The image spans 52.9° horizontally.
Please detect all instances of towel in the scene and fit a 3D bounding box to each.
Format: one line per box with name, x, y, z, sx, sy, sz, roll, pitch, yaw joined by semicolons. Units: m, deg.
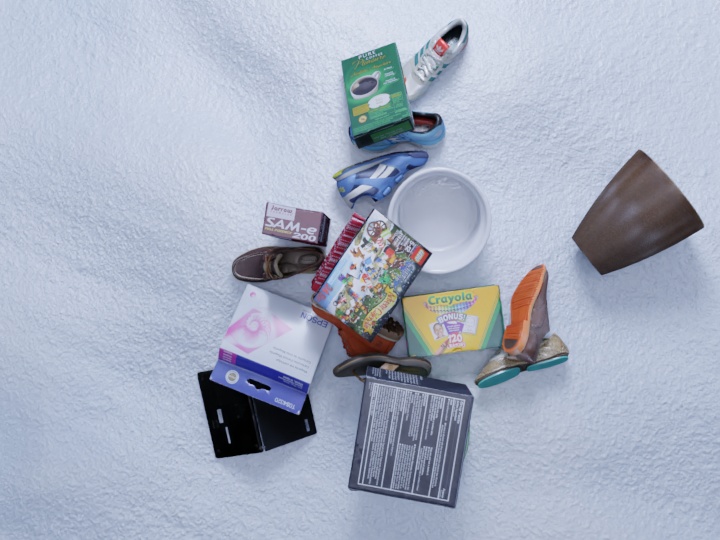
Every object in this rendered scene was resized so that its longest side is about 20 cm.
towel;0.000;0.000;1.405;0.143;0.023;0.201;31;125;-4

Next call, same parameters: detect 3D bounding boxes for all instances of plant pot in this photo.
plant pot;0.510;-0.090;1.380;0.199;0.187;0.188;-41;88;16

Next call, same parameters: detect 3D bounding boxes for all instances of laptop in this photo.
laptop;-0.213;0.271;1.475;0.196;0.103;0.182;-15;88;28

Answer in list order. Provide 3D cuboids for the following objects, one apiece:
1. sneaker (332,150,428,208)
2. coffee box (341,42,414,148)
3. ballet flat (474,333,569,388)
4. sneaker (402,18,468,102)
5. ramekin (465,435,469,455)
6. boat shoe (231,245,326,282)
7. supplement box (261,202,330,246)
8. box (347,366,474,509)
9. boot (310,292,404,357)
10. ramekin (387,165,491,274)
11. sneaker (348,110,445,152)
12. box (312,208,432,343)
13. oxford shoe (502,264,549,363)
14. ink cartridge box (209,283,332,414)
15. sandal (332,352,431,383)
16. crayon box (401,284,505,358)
sneaker;0.045;-0.186;1.440;0.195;0.074;0.084;-18;98;2
coffee box;0.033;-0.341;1.400;0.120;0.044;0.204;-17;58;11
ballet flat;0.313;0.175;1.437;0.195;0.071;0.067;-17;62;-1
sneaker;0.139;-0.419;1.424;0.070;0.093;0.200;45;91;2
ramekin;0.122;0.316;1.416;0.194;0.098;0.206;0;90;2
boat shoe;-0.166;-0.015;1.444;0.194;0.072;0.074;-4;89;2
supplement box;-0.117;-0.085;1.378;0.106;0.200;0.063;10;90;3
box;0.089;0.297;1.306;0.193;0.123;0.206;10;92;3
boot;-0.023;0.118;1.416;0.197;0.076;0.108;27;115;-14
ramekin;0.150;-0.105;1.396;0.195;0.098;0.206;1;108;4
sneaker;0.072;-0.288;1.423;0.194;0.090;0.081;-5;77;0
box;0.022;0.009;1.331;0.135;0.038;0.202;35;93;-5
oxford shoe;0.336;0.085;1.415;0.072;0.071;0.203;31;67;-20
ink cartridge box;-0.172;0.151;1.421;0.192;0.044;0.204;20;64;1
sandal;0.045;0.202;1.402;0.195;0.082;0.056;7;57;-15
crayon box;0.183;0.100;1.436;0.194;0.058;0.122;-8;90;2
